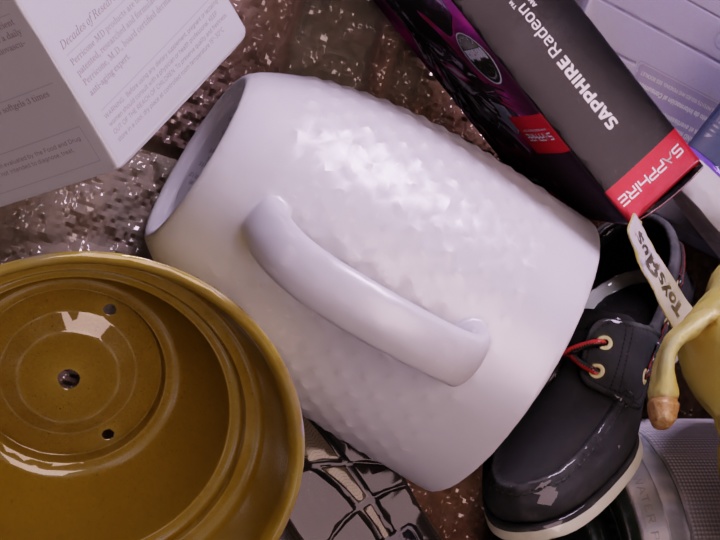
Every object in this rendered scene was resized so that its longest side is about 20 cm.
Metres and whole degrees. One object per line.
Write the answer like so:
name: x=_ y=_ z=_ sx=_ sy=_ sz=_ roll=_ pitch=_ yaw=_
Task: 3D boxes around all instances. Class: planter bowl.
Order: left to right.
planter bowl: x=-0.128 y=0.065 z=1.116 sx=0.199 sy=0.084 sz=0.202 roll=-4 pitch=117 yaw=-7

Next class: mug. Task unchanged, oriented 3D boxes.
mug: x=0.000 y=0.000 z=1.123 sx=0.175 sy=0.200 sz=0.148 roll=32 pitch=98 yaw=-12

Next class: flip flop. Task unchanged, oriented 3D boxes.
flip flop: x=0.006 y=0.153 z=1.230 sx=0.081 sy=0.058 sz=0.201 roll=-28 pitch=93 yaw=-14

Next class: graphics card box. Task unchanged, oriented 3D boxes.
graphics card box: x=0.062 y=-0.111 z=1.161 sx=0.051 sy=0.125 sz=0.200 roll=-40 pitch=102 yaw=-8

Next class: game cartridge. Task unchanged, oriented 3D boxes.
game cartridge: x=0.178 y=-0.081 z=1.295 sx=0.199 sy=0.038 sz=0.130 roll=25 pitch=89 yaw=-27

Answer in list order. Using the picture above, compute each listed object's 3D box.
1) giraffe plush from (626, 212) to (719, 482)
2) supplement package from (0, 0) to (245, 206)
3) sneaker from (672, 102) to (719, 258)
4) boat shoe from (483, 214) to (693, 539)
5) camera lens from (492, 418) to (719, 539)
giraffe plush: x=0.232 y=0.033 z=1.106 sx=0.200 sy=0.161 sz=0.173 roll=50 pitch=38 yaw=-33
supplement package: x=-0.162 y=-0.141 z=1.050 sx=0.201 sy=0.116 sz=0.117 roll=59 pitch=42 yaw=-20
sneaker: x=0.259 y=-0.031 z=1.257 sx=0.146 sy=0.081 sz=0.200 roll=-44 pitch=107 yaw=-2
boat shoe: x=0.103 y=0.048 z=1.177 sx=0.202 sy=0.073 sz=0.063 roll=-55 pitch=138 yaw=-46
camera lens: x=0.176 y=0.154 z=1.251 sx=0.199 sy=0.160 sz=0.161 roll=2 pitch=96 yaw=-27
